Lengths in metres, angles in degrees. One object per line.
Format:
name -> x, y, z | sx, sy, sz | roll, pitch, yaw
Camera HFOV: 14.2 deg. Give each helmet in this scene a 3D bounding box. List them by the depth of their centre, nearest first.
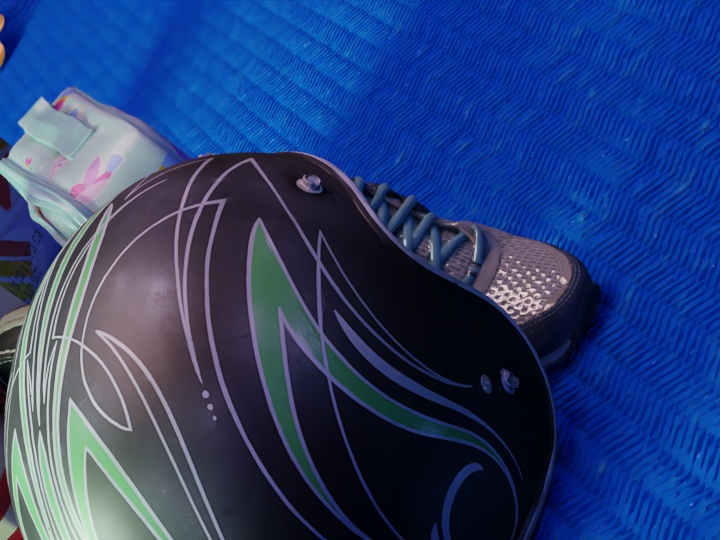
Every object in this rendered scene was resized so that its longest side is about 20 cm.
helmet -> -0.043, 0.059, 1.100 | 0.200, 0.190, 0.200 | -42, 25, 24

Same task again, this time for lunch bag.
lunch bag -> -0.106, -0.021, 1.472 | 0.077, 0.160, 0.200 | -53, 19, -4

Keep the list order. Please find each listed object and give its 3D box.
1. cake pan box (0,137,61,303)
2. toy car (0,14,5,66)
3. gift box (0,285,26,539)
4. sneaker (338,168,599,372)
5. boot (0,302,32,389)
cake pan box -> -0.292, -0.027, 1.906 | 0.052, 0.184, 0.200 | -38, 22, 38
toy car -> -0.399, -0.203, 2.606 | 0.200, 0.184, 0.177 | 28, 79, 43
gift box -> -0.192, 0.107, 1.410 | 0.187, 0.184, 0.200 | -45, 23, 28
sneaker -> 0.000, 0.000, 1.188 | 0.199, 0.086, 0.078 | 5, 51, 28
boot -> -0.099, 0.100, 1.260 | 0.199, 0.073, 0.151 | 14, 65, 23
